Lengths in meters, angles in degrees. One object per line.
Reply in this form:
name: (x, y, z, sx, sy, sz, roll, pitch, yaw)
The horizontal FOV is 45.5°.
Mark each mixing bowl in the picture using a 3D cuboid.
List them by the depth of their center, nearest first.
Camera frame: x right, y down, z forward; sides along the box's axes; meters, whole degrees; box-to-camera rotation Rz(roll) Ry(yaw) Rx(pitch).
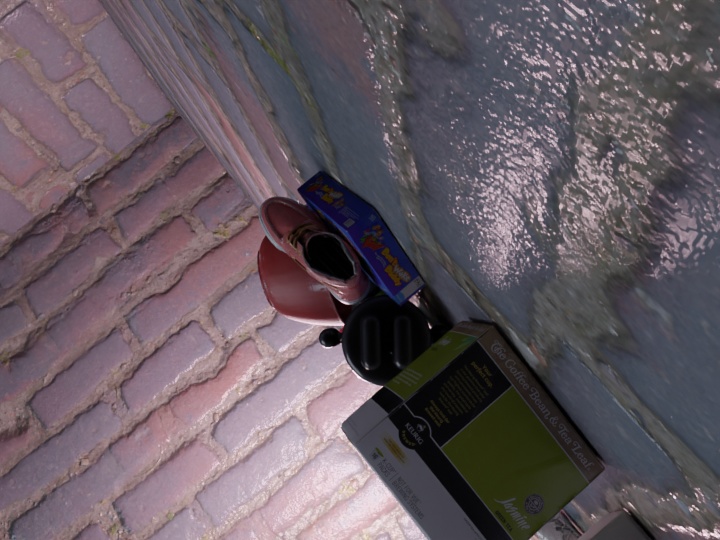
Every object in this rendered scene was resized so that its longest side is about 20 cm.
mixing bowl: (-0.091, -0.001, 1.304, 0.200, 0.108, 0.201, -13, -90, -82)

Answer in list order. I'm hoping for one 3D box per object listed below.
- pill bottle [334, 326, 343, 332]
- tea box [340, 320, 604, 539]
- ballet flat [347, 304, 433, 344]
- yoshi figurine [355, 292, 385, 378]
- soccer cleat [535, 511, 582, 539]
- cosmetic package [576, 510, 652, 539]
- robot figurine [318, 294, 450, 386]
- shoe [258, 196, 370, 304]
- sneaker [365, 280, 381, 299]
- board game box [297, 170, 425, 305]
pill bottle: (-0.019, 0.054, 1.615, 0.200, 0.112, 0.112, 51, 175, 5)
tea box: (0.117, 0.193, 0.945, 0.200, 0.197, 0.134, 52, 174, -4)
ballet flat: (0.056, 0.113, 1.336, 0.200, 0.068, 0.068, 21, -159, 38)
yoshi figurine: (0.037, 0.106, 1.482, 0.200, 0.112, 0.112, 92, 153, -50)
soccer cleat: (0.370, 0.482, 1.518, 0.200, 0.069, 0.085, 48, 166, 5)
cosmetic package: (0.284, 0.413, 1.012, 0.165, 0.200, 0.165, 50, 174, 18)
robot figurine: (0.035, 0.092, 1.188, 0.150, 0.125, 0.200, 38, 179, 2)
shoe: (-0.066, -0.041, 1.141, 0.200, 0.071, 0.091, 44, 172, 18)
sneaker: (0.000, 0.000, 1.321, 0.088, 0.074, 0.200, 56, 175, 0)
board game box: (-0.003, -0.047, 1.156, 0.135, 0.045, 0.200, 54, 174, -30)
